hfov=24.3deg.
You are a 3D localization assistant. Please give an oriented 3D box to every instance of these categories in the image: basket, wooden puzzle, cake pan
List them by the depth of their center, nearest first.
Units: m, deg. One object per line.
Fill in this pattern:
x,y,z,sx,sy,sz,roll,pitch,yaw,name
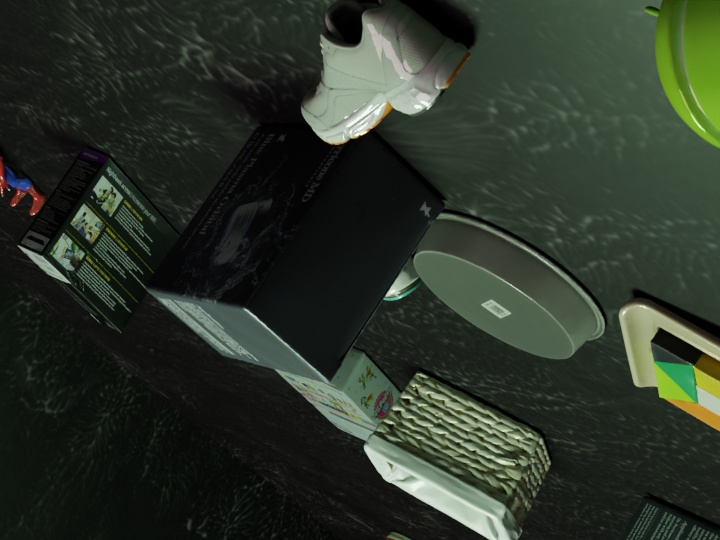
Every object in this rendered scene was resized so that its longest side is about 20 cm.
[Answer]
0.319,0.109,1.452,0.199,0.037,0.185,26,163,24,wooden puzzle
0.132,0.019,1.554,0.199,0.037,0.200,30,164,9,cake pan
0.125,0.230,2.057,0.199,0.124,0.136,27,164,23,basket

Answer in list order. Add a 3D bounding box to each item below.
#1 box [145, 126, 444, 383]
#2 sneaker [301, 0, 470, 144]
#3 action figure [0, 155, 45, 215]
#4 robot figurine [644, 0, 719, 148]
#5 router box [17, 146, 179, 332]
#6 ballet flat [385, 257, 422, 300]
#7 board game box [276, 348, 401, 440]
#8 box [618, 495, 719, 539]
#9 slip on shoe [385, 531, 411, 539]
-0.062,-0.021,1.517,0.117,0.197,0.199,42,162,-29,box
0.000,-0.157,1.234,0.092,0.076,0.200,45,154,-16,sneaker
-0.512,-0.143,2.341,0.065,0.052,0.200,28,162,31,action figure
0.223,-0.113,0.807,0.175,0.116,0.200,41,163,-23,robot figurine
-0.320,-0.035,2.087,0.051,0.150,0.200,21,161,34,router box
0.000,0.000,1.735,0.069,0.070,0.200,37,160,-17,ballet flat
-0.015,0.164,2.251,0.147,0.065,0.200,19,161,40,board game box
0.410,0.388,1.965,0.196,0.124,0.200,24,162,35,box
0.119,0.566,3.230,0.199,0.061,0.074,18,157,41,slip on shoe
